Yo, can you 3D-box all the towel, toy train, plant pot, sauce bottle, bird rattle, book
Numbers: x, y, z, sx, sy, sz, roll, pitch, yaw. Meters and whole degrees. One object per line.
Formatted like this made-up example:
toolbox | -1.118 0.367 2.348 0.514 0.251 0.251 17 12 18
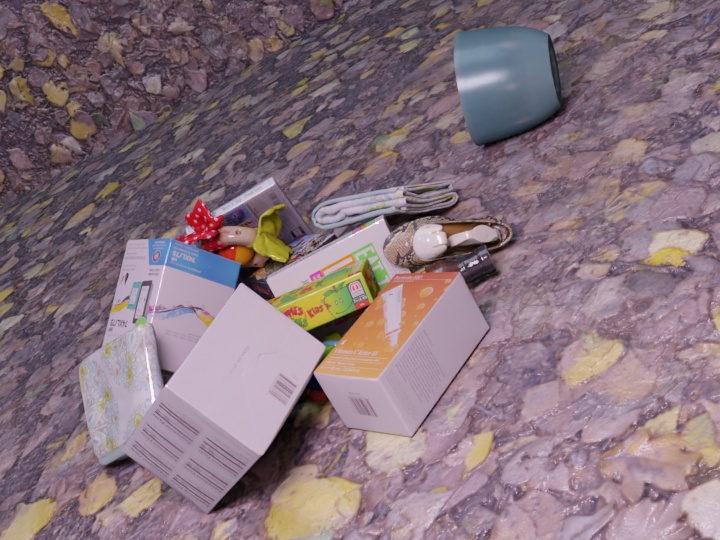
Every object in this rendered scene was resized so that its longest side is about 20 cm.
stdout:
towel | -0.357 0.191 1.487 0.048 0.175 0.199 -2 -18 -44
toy train | -0.073 0.124 1.426 0.114 0.086 0.199 -26 10 -29
plant pot | 0.266 -0.334 1.733 0.158 0.203 0.202 -8 31 19
sauce bottle | 0.099 0.028 1.403 0.197 0.065 0.065 -27 25 10
towel | 0.042 -0.109 1.647 0.197 0.049 0.170 -7 3 41
bird rattle | -0.216 -0.041 1.679 0.196 0.115 0.164 -6 -23 -14
book | -0.022 0.022 1.466 0.197 0.135 0.048 -28 14 9

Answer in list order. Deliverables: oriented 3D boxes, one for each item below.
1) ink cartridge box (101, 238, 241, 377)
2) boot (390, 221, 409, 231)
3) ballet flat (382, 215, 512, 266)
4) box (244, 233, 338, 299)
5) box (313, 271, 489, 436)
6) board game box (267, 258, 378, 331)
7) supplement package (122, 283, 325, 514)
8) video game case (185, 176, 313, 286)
ink cartridge box | -0.310 0.067 1.609 0.145 0.145 0.204 -1 74 48
boot | 0.000 0.000 1.587 0.199 0.071 0.131 -41 18 -29
ballet flat | 0.131 -0.047 1.417 0.196 0.069 0.075 -8 2 -21
box | -0.116 -0.007 1.700 0.136 0.038 0.199 -39 14 -16
box | 0.055 0.103 1.274 0.123 0.098 0.200 -2 37 47
board game box | -0.075 0.051 1.401 0.197 0.048 0.102 -23 9 9
supplement package | -0.176 0.168 1.277 0.200 0.146 0.192 -49 6 47
video game case | -0.193 -0.065 1.773 0.180 0.200 0.024 -30 56 4
